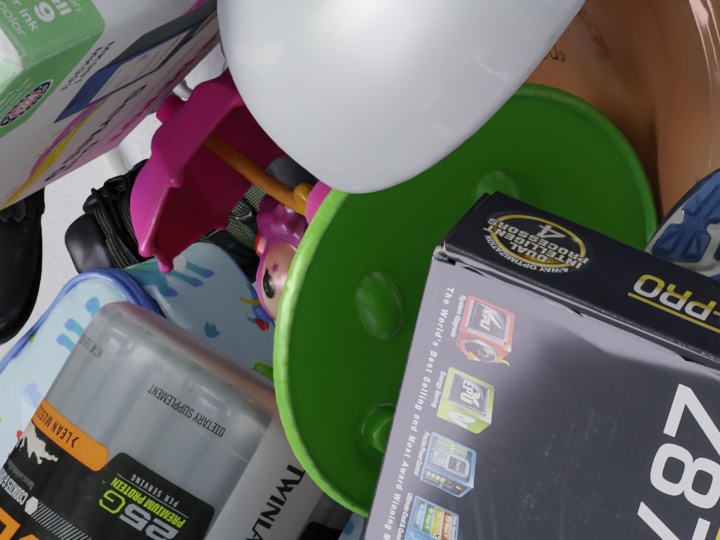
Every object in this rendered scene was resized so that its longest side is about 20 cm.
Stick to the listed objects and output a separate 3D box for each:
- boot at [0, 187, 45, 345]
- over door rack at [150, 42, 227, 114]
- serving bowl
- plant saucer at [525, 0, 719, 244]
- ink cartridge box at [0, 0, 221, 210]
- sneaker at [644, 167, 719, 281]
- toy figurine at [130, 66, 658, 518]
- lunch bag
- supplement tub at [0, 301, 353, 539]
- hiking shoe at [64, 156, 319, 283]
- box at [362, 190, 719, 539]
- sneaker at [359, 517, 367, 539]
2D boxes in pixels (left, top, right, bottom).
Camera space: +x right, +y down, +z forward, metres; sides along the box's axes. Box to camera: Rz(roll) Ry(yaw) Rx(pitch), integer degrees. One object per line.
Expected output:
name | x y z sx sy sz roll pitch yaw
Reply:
boot | -0.138 -0.083 1.029 0.174 0.069 0.202 145 127 -62
over door rack | -0.071 -0.170 1.036 0.147 0.066 0.202 -8 94 64
serving bowl | 0.014 -0.127 0.754 0.066 0.201 0.200 28 166 -23
plant saucer | 0.076 -0.087 0.862 0.200 0.032 0.201 45 149 35
ink cartridge box | -0.118 -0.083 0.842 0.088 0.200 0.145 50 124 1
sneaker | 0.102 0.055 0.809 0.085 0.076 0.202 -92 9 -68
toy figurine | 0.000 0.000 0.904 0.184 0.150 0.201 33 159 50
lunch bag | -0.096 0.095 1.101 0.200 0.082 0.162 -39 76 43
supplement tub | -0.092 0.124 0.951 0.122 0.201 0.123 30 179 1
hiking shoe | -0.075 -0.021 1.131 0.076 0.100 0.200 57 154 11
box | 0.078 0.097 0.749 0.160 0.049 0.201 23 121 14
sneaker | 0.020 0.075 1.108 0.200 0.087 0.075 -30 61 45
